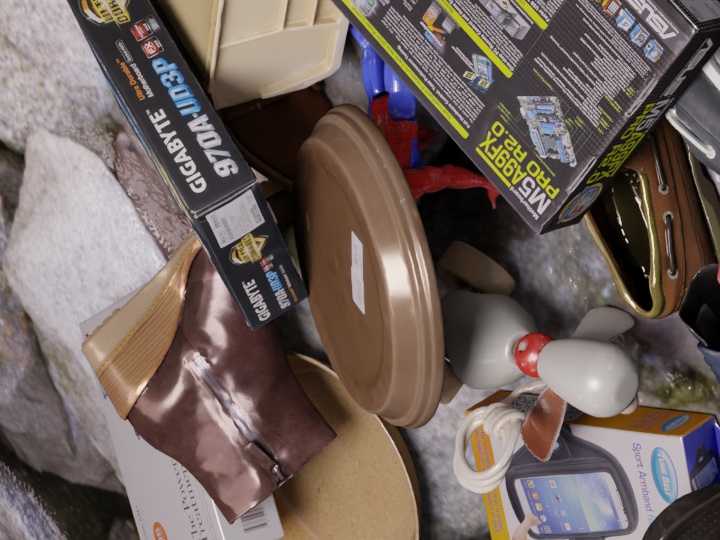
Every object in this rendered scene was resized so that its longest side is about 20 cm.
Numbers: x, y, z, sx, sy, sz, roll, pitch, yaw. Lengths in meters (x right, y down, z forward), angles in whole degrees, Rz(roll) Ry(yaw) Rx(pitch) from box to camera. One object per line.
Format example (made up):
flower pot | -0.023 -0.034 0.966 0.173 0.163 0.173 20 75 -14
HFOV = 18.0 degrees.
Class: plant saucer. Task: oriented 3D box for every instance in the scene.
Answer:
plant saucer | -0.023 0.144 1.606 0.200 0.035 0.200 22 124 37
plant saucer | 0.000 0.000 1.364 0.200 0.029 0.200 167 90 -73

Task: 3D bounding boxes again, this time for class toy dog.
toy dog | 0.104 0.061 1.385 0.132 0.096 0.200 -47 36 9

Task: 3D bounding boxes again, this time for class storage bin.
storage bin | -0.084 -0.234 1.371 0.200 0.094 0.199 59 154 29

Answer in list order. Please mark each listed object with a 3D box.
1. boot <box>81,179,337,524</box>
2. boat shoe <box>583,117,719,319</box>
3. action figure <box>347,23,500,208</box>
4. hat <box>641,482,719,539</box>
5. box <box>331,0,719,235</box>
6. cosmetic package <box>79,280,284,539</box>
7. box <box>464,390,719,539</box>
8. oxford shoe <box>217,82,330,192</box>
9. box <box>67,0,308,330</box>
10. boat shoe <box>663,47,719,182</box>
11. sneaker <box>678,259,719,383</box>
boot | -0.072 0.051 1.543 0.200 0.072 0.166 -44 87 3
boat shoe | 0.149 -0.070 1.296 0.072 0.068 0.200 -29 88 51
action figure | 0.040 -0.106 1.404 0.065 0.099 0.200 -8 82 50
hat | 0.205 0.184 1.313 0.081 0.200 0.201 -134 39 -53
box | 0.087 -0.146 1.242 0.200 0.044 0.160 50 128 19
cosmetic package | -0.133 0.113 1.646 0.151 0.052 0.200 -29 77 62
box | 0.159 0.144 1.418 0.200 0.041 0.119 4 113 47
oxford shoe | -0.057 -0.119 1.483 0.200 0.071 0.071 47 133 20
box | -0.109 -0.081 1.404 0.200 0.046 0.159 58 175 27
boat shoe | 0.208 -0.082 1.232 0.200 0.076 0.060 59 139 23
sneaker | 0.213 0.041 1.241 0.084 0.075 0.200 16 147 7
